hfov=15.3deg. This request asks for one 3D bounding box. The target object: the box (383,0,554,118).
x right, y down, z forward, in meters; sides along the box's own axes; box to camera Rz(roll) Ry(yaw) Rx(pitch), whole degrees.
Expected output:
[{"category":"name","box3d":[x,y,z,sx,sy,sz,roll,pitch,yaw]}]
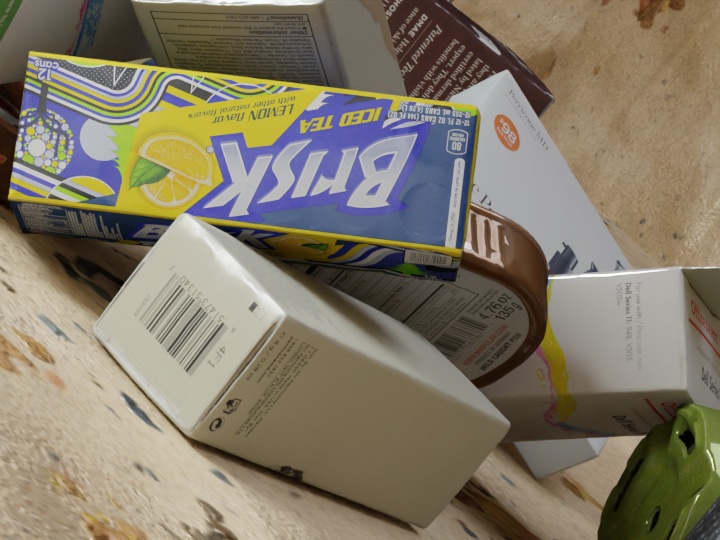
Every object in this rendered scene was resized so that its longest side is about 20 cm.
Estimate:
[{"category":"box","box3d":[0.016,-0.153,2.145,0.200,0.165,0.166,36,8,-19]}]

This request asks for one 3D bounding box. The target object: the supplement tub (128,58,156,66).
[{"category":"supplement tub","box3d":[-0.105,-0.171,1.517,0.144,0.144,0.201,19,49,-68]}]

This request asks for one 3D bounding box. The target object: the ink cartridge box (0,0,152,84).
[{"category":"ink cartridge box","box3d":[-0.178,-0.163,1.246,0.145,0.084,0.200,42,27,17]}]

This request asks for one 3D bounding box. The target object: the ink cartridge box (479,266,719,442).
[{"category":"ink cartridge box","box3d":[0.123,0.046,1.398,0.198,0.068,0.117,-4,-15,18]}]

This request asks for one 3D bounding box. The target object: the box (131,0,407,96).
[{"category":"box","box3d":[-0.037,-0.096,1.266,0.094,0.078,0.200,3,-31,12]}]

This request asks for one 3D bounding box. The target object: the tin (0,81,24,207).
[{"category":"tin","box3d":[-0.169,-0.073,1.302,0.112,0.042,0.200,35,8,-1]}]

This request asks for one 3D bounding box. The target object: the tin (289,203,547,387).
[{"category":"tin","box3d":[0.000,0.000,1.282,0.199,0.112,0.042,22,42,-25]}]

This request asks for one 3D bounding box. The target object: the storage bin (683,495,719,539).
[{"category":"storage bin","box3d":[0.225,0.196,1.221,0.200,0.135,0.094,38,8,-2]}]

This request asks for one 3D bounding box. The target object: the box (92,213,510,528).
[{"category":"box","box3d":[-0.022,0.048,1.179,0.082,0.069,0.200,44,9,36]}]

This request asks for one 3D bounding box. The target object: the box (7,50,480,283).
[{"category":"box","box3d":[-0.050,-0.044,1.174,0.198,0.071,0.064,7,-11,0]}]

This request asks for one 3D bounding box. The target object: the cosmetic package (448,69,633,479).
[{"category":"cosmetic package","box3d":[0.097,0.001,1.607,0.201,0.051,0.151,56,34,-13]}]

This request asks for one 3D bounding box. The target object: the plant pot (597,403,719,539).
[{"category":"plant pot","box3d":[0.221,0.158,1.341,0.189,0.201,0.200,25,11,-13]}]
